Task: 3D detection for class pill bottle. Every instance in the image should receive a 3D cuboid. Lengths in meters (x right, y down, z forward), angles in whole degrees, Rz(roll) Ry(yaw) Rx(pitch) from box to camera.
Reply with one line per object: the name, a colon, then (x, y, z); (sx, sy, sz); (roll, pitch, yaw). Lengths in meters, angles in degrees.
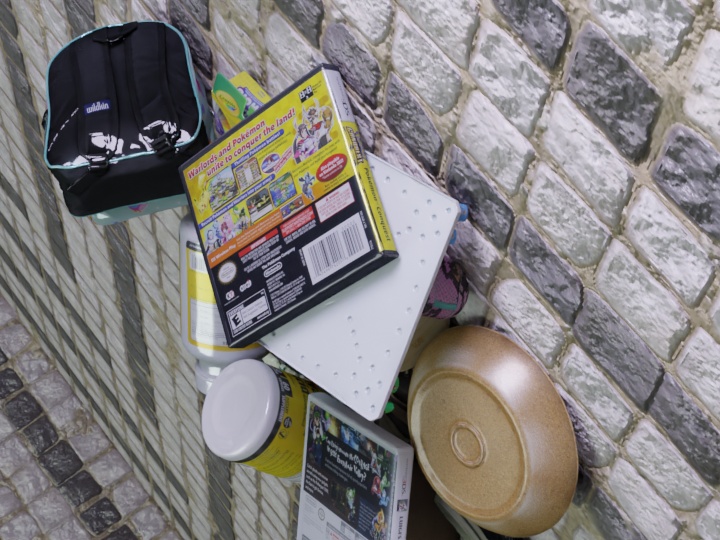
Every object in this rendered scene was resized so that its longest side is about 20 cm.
pill bottle: (-0.146, 0.035, 1.685); (0.112, 0.111, 0.202); (31, 127, 50)
pill bottle: (-0.071, 0.177, 1.677); (0.199, 0.112, 0.111); (26, -174, -44)

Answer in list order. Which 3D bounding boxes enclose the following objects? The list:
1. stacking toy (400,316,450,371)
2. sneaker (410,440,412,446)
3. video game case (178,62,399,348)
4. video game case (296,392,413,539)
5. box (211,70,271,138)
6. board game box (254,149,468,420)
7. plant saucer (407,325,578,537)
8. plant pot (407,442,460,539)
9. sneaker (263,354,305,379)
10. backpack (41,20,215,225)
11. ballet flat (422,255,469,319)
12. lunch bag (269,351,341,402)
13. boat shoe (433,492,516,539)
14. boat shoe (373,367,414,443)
stacking toy: (0.000, 0.000, 1.444); (0.200, 0.085, 0.086); (52, 162, 32)
sneaker: (0.116, 0.177, 1.437); (0.073, 0.071, 0.200); (61, 160, -16)
video game case: (-0.068, -0.054, 1.328); (0.199, 0.025, 0.182); (-30, 69, 36)
video game case: (-0.009, 0.234, 1.490); (0.200, 0.023, 0.184); (23, 111, 61)
box: (-0.097, -0.112, 1.525); (0.117, 0.048, 0.201); (48, 162, 22)
board game box: (-0.014, -0.004, 1.312); (0.199, 0.026, 0.202); (31, 107, 36)
plant saucer: (0.106, 0.151, 1.356); (0.199, 0.035, 0.202); (20, 120, 41)
plant pot: (0.029, 0.272, 1.631); (0.200, 0.198, 0.177); (24, 115, 56)
sneaker: (-0.088, 0.116, 1.826); (0.094, 0.070, 0.199); (59, 164, -26)
backpack: (-0.242, -0.158, 1.588); (0.154, 0.174, 0.202); (74, -179, -59)
ballet flat: (0.014, -0.024, 1.354); (0.200, 0.070, 0.071); (40, -161, 34)
lunch bag: (-0.048, 0.064, 1.593); (0.160, 0.076, 0.200); (28, 163, 41)
boat shoe: (0.131, 0.256, 1.549); (0.074, 0.062, 0.200); (39, 170, 34)
boat shoe: (0.025, 0.101, 1.502); (0.200, 0.073, 0.075); (52, -163, -50)
